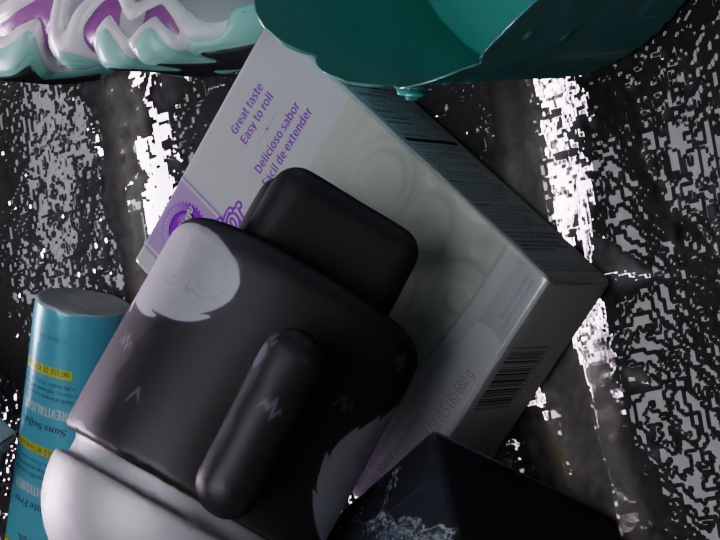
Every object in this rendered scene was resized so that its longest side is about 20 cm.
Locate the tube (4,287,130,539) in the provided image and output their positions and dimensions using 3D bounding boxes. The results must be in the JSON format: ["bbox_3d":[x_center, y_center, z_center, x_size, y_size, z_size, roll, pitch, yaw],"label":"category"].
[{"bbox_3d":[-0.157,0.112,1.141,0.077,0.050,0.202,20,108,41],"label":"tube"}]

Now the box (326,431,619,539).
[{"bbox_3d":[0.024,0.215,0.911,0.197,0.117,0.201,-44,36,28],"label":"box"}]

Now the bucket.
[{"bbox_3d":[0.050,-0.175,0.927,0.206,0.134,0.209,-1,89,36],"label":"bucket"}]

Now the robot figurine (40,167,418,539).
[{"bbox_3d":[-0.051,0.059,0.921,0.124,0.150,0.201,24,80,31],"label":"robot figurine"}]

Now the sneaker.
[{"bbox_3d":[-0.116,-0.168,1.087,0.199,0.077,0.141,1,91,36],"label":"sneaker"}]

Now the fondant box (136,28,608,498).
[{"bbox_3d":[0.000,0.000,1.012,0.200,0.058,0.145,45,115,29],"label":"fondant box"}]

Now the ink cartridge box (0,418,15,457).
[{"bbox_3d":[-0.300,0.096,1.184,0.173,0.044,0.200,43,128,4],"label":"ink cartridge box"}]
